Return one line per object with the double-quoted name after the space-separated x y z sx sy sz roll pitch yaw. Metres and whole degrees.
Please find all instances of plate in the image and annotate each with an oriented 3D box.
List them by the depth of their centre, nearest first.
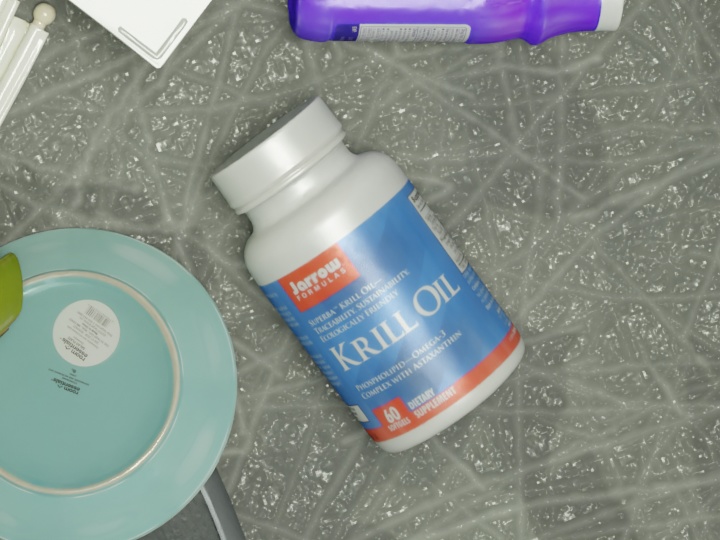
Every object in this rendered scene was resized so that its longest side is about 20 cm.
-0.174 0.069 1.482 0.199 0.026 0.201 -1 76 3 "plate"

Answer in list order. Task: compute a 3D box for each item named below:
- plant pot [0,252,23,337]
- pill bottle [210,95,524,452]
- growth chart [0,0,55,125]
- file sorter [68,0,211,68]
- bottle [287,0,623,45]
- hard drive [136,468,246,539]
-0.308 0.014 1.397 0.199 0.200 0.182 -42 94 6 "plant pot"
0.000 0.000 1.484 0.112 0.112 0.200 -37 98 -1 "pill bottle"
-0.287 -0.154 1.487 0.200 0.018 0.145 37 91 -8 "growth chart"
-0.157 -0.233 1.439 0.200 0.125 0.139 37 90 -8 "file sorter"
0.057 -0.169 1.488 0.199 0.084 0.066 0 95 -5 "bottle"
-0.143 0.166 1.519 0.134 0.042 0.201 -23 97 -4 "hard drive"
